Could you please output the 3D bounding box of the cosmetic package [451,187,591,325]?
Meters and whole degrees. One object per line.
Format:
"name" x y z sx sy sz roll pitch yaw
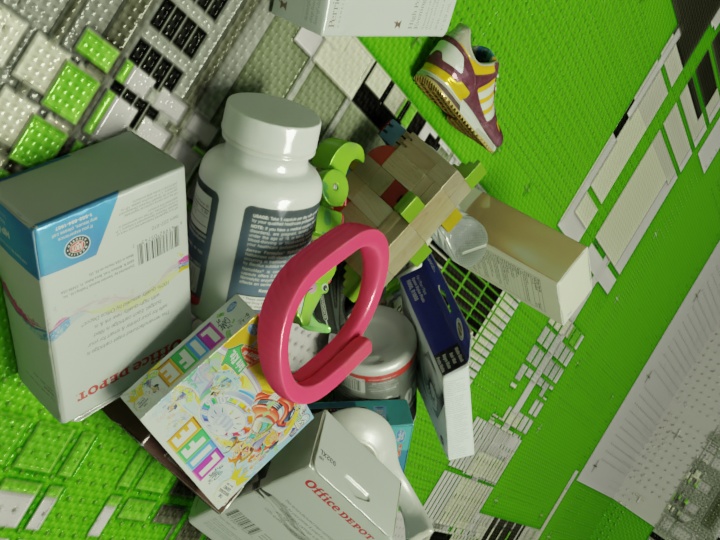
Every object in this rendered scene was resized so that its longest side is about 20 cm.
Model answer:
"cosmetic package" 0.209 -0.023 1.294 0.071 0.199 0.106 -47 147 -17

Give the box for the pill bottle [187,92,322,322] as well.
"pill bottle" -0.099 -0.055 0.907 0.119 0.119 0.203 -15 128 -48

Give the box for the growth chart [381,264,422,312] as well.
"growth chart" 0.057 0.074 1.334 0.144 0.018 0.203 -37 143 -34

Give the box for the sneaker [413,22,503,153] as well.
"sneaker" 0.141 -0.215 1.158 0.091 0.075 0.200 -54 150 2

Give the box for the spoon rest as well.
"spoon rest" 0.018 0.242 1.156 0.098 0.061 0.201 -30 113 12

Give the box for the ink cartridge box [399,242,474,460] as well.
"ink cartridge box" 0.093 0.098 1.206 0.040 0.201 0.203 -12 127 -8

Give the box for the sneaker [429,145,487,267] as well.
"sneaker" 0.084 -0.086 1.197 0.070 0.080 0.201 -43 127 -10

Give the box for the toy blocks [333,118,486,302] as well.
"toy blocks" 0.020 -0.080 1.051 0.200 0.137 0.100 -48 148 2

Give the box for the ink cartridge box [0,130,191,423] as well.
"ink cartridge box" -0.223 0.006 0.817 0.144 0.084 0.203 -29 137 -38

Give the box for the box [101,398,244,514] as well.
"box" -0.189 0.164 0.984 0.075 0.099 0.201 -49 148 -14

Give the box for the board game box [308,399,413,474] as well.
"board game box" -0.043 0.234 1.194 0.196 0.047 0.153 0 125 -12

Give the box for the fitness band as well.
"fitness band" -0.031 0.038 0.908 0.200 0.037 0.146 -39 136 -48

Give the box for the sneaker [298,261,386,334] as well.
"sneaker" 0.000 0.000 1.109 0.201 0.083 0.077 -58 162 -30

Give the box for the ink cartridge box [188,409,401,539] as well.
"ink cartridge box" -0.073 0.262 1.094 0.145 0.198 0.084 46 35 -24

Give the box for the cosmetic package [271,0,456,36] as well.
"cosmetic package" 0.014 -0.283 0.924 0.198 0.073 0.103 -18 130 -49

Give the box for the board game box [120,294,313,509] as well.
"board game box" -0.126 0.129 0.902 0.134 0.034 0.201 -42 146 -15

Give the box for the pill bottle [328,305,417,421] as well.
"pill bottle" 0.019 0.155 1.255 0.113 0.113 0.202 -37 142 -31

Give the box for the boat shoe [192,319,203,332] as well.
"boat shoe" -0.106 0.042 1.032 0.200 0.061 0.073 -44 144 -24

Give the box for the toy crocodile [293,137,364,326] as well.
"toy crocodile" -0.044 -0.042 1.003 0.061 0.067 0.204 17 80 -41
